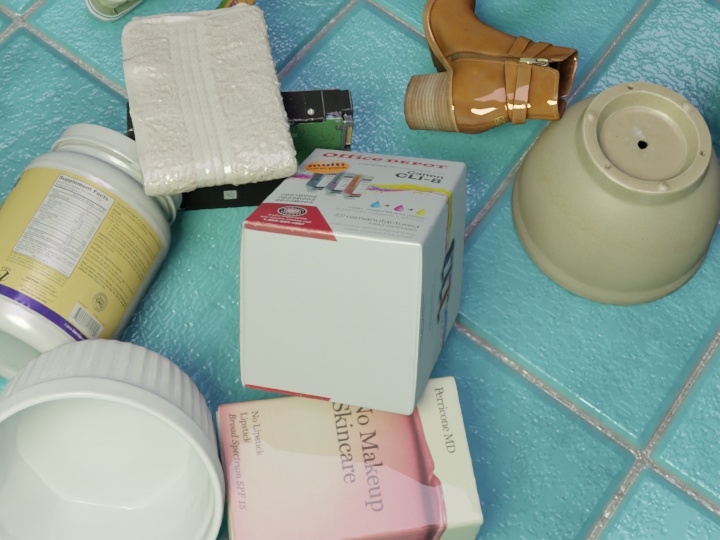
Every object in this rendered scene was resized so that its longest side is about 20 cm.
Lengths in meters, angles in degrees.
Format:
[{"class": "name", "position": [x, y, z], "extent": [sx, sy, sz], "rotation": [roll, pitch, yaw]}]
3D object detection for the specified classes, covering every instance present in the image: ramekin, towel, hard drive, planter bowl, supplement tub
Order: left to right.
[{"class": "supplement tub", "position": [-0.250, -0.009, 1.079], "extent": [0.144, 0.146, 0.202], "rotation": [22, 62, 7]}, {"class": "ramekin", "position": [-0.202, 0.148, 0.975], "extent": [0.197, 0.203, 0.105], "rotation": [1, 29, -4]}, {"class": "towel", "position": [-0.131, -0.150, 1.065], "extent": [0.131, 0.035, 0.202], "rotation": [-9, 54, -10]}, {"class": "hard drive", "position": [-0.108, -0.108, 1.145], "extent": [0.197, 0.140, 0.038], "rotation": [-4, 62, -6]}, {"class": "planter bowl", "position": [0.248, -0.088, 1.167], "extent": [0.197, 0.135, 0.203], "rotation": [2, 62, -3]}]

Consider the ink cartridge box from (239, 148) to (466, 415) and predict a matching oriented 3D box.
[{"class": "ink cartridge box", "position": [0.000, 0.000, 1.035], "extent": [0.143, 0.147, 0.200], "rotation": [7, 23, 12]}]

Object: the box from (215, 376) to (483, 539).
[{"class": "box", "position": [-0.012, 0.174, 1.023], "extent": [0.197, 0.109, 0.129], "rotation": [-7, 63, -8]}]

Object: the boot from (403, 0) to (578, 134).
[{"class": "boot", "position": [0.134, -0.215, 1.219], "extent": [0.153, 0.077, 0.202], "rotation": [-1, 48, 23]}]

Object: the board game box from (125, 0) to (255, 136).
[{"class": "board game box", "position": [-0.166, -0.191, 1.209], "extent": [0.030, 0.095, 0.201], "rotation": [39, 62, -14]}]

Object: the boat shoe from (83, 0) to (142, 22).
[{"class": "boat shoe", "position": [-0.199, -0.328, 1.284], "extent": [0.072, 0.062, 0.201], "rotation": [46, 70, -21]}]
